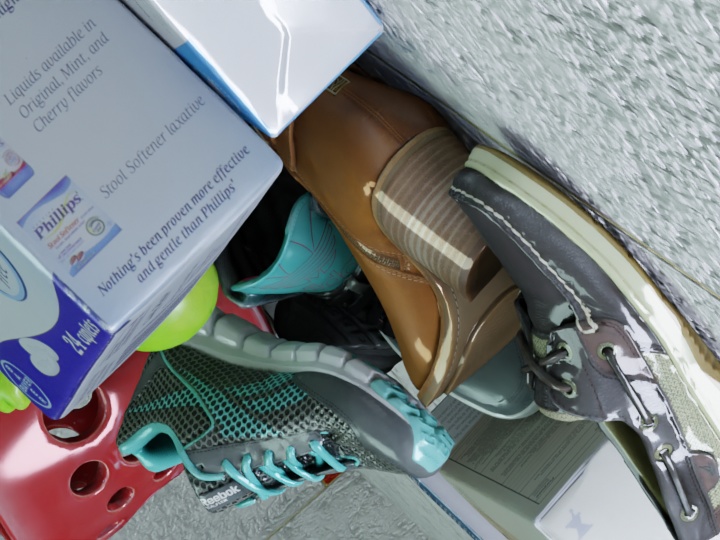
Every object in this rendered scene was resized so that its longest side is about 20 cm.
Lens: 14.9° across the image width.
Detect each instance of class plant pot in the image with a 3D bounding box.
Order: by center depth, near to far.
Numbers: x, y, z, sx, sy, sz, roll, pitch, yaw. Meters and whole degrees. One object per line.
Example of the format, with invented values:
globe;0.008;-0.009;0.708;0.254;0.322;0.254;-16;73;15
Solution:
plant pot;-0.158;0.037;1.497;0.200;0.182;0.200;51;168;15

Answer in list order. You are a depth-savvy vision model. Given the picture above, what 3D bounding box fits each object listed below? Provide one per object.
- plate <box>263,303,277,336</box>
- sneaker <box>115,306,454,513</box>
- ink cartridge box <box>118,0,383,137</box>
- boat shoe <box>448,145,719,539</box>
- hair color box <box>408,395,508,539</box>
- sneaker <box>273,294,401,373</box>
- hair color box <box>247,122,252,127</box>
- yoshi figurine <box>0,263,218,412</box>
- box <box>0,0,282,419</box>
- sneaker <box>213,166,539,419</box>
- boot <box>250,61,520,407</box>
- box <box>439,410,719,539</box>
plate;-0.103;-0.059;1.539;0.200;0.032;0.200;47;165;28
sneaker;-0.040;0.080;1.315;0.200;0.091;0.078;15;161;46
ink cartridge box;-0.090;-0.142;1.121;0.116;0.067;0.200;48;173;-38
boat shoe;0.097;0.036;1.101;0.200;0.065;0.073;47;175;-19
hair color box;0.122;0.133;1.463;0.200;0.100;0.061;44;175;9
sneaker;-0.005;0.036;1.452;0.076;0.091;0.200;43;-165;11
hair color box;-0.083;-0.088;1.305;0.061;0.099;0.200;42;174;4
yoshi figurine;-0.146;0.007;1.327;0.200;0.112;0.112;-4;96;45
box;-0.151;-0.055;1.137;0.200;0.105;0.184;44;160;0
sneaker;0.000;0.000;1.313;0.200;0.084;0.121;43;-155;20
boot;0.007;-0.032;1.218;0.155;0.074;0.200;43;160;18
box;0.113;0.099;1.321;0.078;0.095;0.200;44;176;-10
